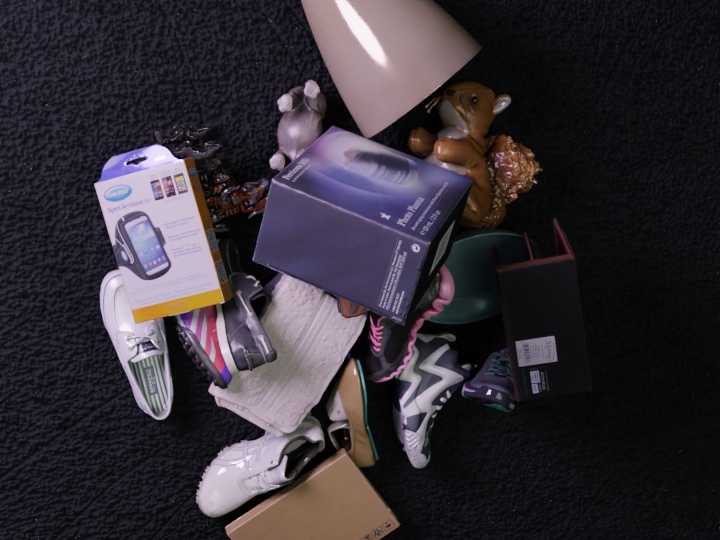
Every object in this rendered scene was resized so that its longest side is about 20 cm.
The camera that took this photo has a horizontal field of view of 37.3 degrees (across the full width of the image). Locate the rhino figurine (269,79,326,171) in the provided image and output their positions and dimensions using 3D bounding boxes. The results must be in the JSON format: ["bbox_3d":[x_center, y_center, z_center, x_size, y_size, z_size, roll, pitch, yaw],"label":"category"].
[{"bbox_3d":[-0.084,-0.147,1.378,0.060,0.087,0.200,11,99,4],"label":"rhino figurine"}]

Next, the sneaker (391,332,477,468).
[{"bbox_3d":[0.111,0.178,1.529,0.129,0.079,0.199,-13,96,-10],"label":"sneaker"}]

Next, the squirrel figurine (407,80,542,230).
[{"bbox_3d":[0.149,-0.156,1.460,0.200,0.141,0.187,21,83,-39],"label":"squirrel figurine"}]

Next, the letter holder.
[{"bbox_3d":[0.237,0.048,1.426,0.100,0.142,0.200,-10,116,6],"label":"letter holder"}]

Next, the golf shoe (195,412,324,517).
[{"bbox_3d":[-0.134,0.267,1.442,0.200,0.097,0.078,-40,115,-8],"label":"golf shoe"}]

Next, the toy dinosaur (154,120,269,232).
[{"bbox_3d":[-0.211,-0.103,1.334,0.200,0.102,0.136,-17,124,-35],"label":"toy dinosaur"}]

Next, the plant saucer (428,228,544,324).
[{"bbox_3d":[0.156,0.001,1.488,0.200,0.036,0.200,-10,143,-7],"label":"plant saucer"}]

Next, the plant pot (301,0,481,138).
[{"bbox_3d":[0.020,-0.303,1.346,0.187,0.187,0.200,-40,99,-10],"label":"plant pot"}]

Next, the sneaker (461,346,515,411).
[{"bbox_3d":[0.188,0.147,1.506,0.074,0.200,0.088,18,87,5],"label":"sneaker"}]

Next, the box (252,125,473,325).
[{"bbox_3d":[0.006,-0.062,1.284,0.198,0.200,0.123,21,121,10],"label":"box"}]

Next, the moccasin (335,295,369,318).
[{"bbox_3d":[0.000,-0.002,1.379,0.078,0.201,0.074,-8,106,-3],"label":"moccasin"}]

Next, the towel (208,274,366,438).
[{"bbox_3d":[-0.094,0.111,1.386,0.132,0.034,0.200,33,89,-24],"label":"towel"}]

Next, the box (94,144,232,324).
[{"bbox_3d":[-0.238,-0.046,1.276,0.119,0.041,0.200,-13,95,12],"label":"box"}]

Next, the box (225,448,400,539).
[{"bbox_3d":[-0.064,0.359,1.503,0.200,0.021,0.164,-34,119,-1],"label":"box"}]

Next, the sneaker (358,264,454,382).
[{"bbox_3d":[0.038,0.067,1.419,0.095,0.079,0.200,5,126,-42],"label":"sneaker"}]

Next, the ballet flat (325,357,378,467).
[{"bbox_3d":[-0.016,0.205,1.468,0.063,0.069,0.200,-13,128,-4],"label":"ballet flat"}]

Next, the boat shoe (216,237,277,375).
[{"bbox_3d":[-0.147,0.039,1.343,0.068,0.200,0.072,-18,142,4],"label":"boat shoe"}]

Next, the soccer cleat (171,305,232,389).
[{"bbox_3d":[-0.203,0.053,1.345,0.073,0.068,0.200,-28,77,-16],"label":"soccer cleat"}]

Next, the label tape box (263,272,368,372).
[{"bbox_3d":[-0.090,0.089,1.438,0.200,0.063,0.144,-44,114,-7],"label":"label tape box"}]

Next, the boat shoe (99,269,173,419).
[{"bbox_3d":[-0.274,0.095,1.362,0.073,0.067,0.200,-23,109,-16],"label":"boat shoe"}]
